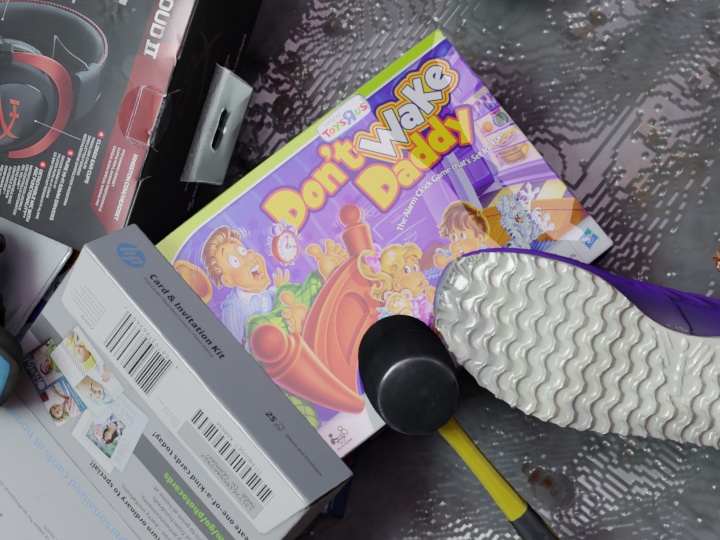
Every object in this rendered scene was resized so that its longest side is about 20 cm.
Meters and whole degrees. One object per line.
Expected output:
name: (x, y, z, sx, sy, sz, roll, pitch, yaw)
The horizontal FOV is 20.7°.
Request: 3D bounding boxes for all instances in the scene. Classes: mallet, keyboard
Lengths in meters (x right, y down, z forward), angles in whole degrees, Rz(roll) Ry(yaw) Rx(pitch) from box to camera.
mallet: (0.065, 0.100, 0.905, 0.041, 0.066, 0.200, -37, 115, 4)
keyboard: (-0.229, -0.041, 1.041, 0.200, 0.011, 0.056, 37, 89, 29)

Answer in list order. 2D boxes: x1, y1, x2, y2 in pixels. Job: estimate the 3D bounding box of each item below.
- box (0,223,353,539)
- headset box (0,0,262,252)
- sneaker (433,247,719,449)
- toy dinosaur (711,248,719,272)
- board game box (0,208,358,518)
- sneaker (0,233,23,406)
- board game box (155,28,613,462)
box: (-0.113, 0.101, 0.925, 0.156, 0.041, 0.200, 48, 126, 12)
headset box: (-0.148, -0.099, 0.965, 0.200, 0.075, 0.149, 22, 101, 19)
sneaker: (0.125, 0.037, 0.905, 0.200, 0.100, 0.070, 17, 97, -6)
toy dinosaur: (0.268, -0.037, 0.915, 0.200, 0.102, 0.136, -33, 56, 24)
board game box: (-0.090, 0.037, 0.999, 0.200, 0.034, 0.136, 11, 81, 15)
sneaker: (-0.205, 0.005, 0.936, 0.082, 0.073, 0.200, -50, 34, -10)
board game box: (0.000, 0.000, 0.941, 0.200, 0.045, 0.135, -38, 83, -5)
